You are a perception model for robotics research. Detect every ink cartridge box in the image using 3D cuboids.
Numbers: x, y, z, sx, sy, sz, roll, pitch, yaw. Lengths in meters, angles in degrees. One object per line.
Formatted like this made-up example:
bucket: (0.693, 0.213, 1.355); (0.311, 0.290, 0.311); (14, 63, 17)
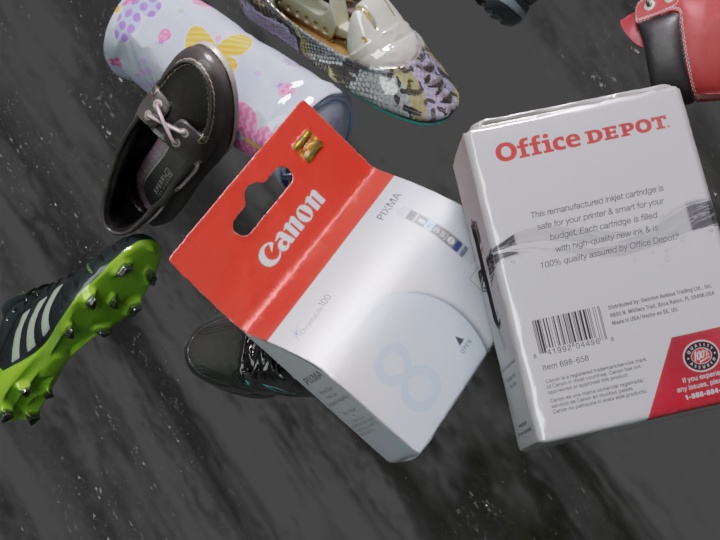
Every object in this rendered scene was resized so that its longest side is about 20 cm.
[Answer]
ink cartridge box: (0.000, 0.000, 0.928); (0.200, 0.047, 0.160); (43, 61, -9)
ink cartridge box: (0.151, -0.001, 0.904); (0.143, 0.084, 0.202); (-12, 80, -5)

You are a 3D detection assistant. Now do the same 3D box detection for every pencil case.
pencil case: (-0.098, -0.138, 1.055); (0.199, 0.091, 0.083); (35, 73, 21)

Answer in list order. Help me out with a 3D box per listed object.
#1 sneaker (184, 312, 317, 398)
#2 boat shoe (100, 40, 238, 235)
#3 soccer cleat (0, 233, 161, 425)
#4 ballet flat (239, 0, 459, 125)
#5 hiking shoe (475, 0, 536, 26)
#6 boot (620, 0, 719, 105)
sneaker: (-0.046, 0.054, 1.017); (0.198, 0.079, 0.076); (-2, 84, 25)
boat shoe: (-0.140, -0.085, 1.024); (0.067, 0.057, 0.200); (47, 145, 7)
soccer cleat: (-0.236, 0.034, 1.111); (0.200, 0.067, 0.081); (-46, 59, 14)
ballet flat: (-0.011, -0.176, 1.021); (0.200, 0.072, 0.072); (35, 99, 24)
hiking shoe: (0.075, -0.269, 1.004); (0.086, 0.074, 0.201); (-38, 81, 8)
boot: (0.240, -0.206, 0.922); (0.143, 0.072, 0.202); (3, 90, 25)
